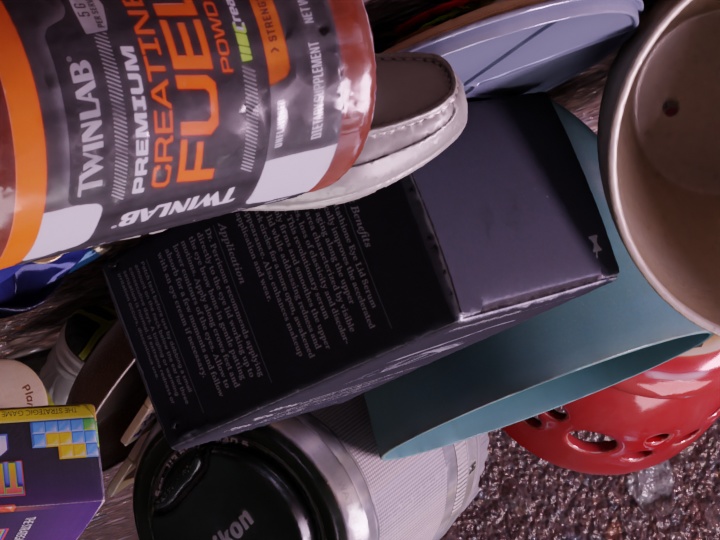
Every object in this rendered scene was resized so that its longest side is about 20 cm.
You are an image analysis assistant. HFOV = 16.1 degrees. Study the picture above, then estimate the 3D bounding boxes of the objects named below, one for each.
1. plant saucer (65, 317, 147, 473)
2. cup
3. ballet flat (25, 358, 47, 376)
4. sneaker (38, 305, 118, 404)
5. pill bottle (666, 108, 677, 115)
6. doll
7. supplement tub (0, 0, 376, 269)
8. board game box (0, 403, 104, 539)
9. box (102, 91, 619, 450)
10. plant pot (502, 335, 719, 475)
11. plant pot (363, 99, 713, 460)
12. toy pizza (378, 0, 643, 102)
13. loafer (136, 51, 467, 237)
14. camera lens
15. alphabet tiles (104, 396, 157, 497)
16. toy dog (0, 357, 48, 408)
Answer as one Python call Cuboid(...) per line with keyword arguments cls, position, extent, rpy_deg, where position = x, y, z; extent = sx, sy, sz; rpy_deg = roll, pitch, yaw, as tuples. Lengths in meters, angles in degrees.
Cuboid(cls="plant saucer", position=(-0.106, 0.038, 1.473), extent=(0.200, 0.032, 0.200), rpy_deg=(-47, 168, -13))
Cuboid(cls="cup", position=(0.202, -0.074, 1.287), extent=(0.200, 0.201, 0.143), rpy_deg=(-20, -164, -6))
Cuboid(cls="ballet flat", position=(-0.211, 0.089, 1.681), extent=(0.200, 0.068, 0.064), rpy_deg=(-15, -160, -18))
Cuboid(cls="sneaker", position=(-0.139, 0.068, 1.622), extent=(0.076, 0.075, 0.200), rpy_deg=(-48, 151, 19))
Cuboid(cls="pill bottle", position=(0.229, -0.039, 1.423), extent=(0.109, 0.200, 0.110), rpy_deg=(-21, 173, -3))
Cuboid(cls="doll", position=(-0.168, -0.003, 1.232), extent=(0.136, 0.049, 0.200), rpy_deg=(-26, 176, -31))
Cuboid(cls="supplement tub", position=(-0.101, -0.058, 0.854), extent=(0.200, 0.107, 0.107), rpy_deg=(-16, 170, -31))
Cuboid(cls="board game box", position=(-0.235, 0.129, 1.339), extent=(0.165, 0.057, 0.200), rpy_deg=(-2, 160, -17))
Cuboid(cls="box", position=(0.000, 0.000, 1.254), extent=(0.200, 0.104, 0.148), rpy_deg=(-26, 172, 35))
Cuboid(cls="plant pot", position=(0.181, 0.024, 1.738), extent=(0.200, 0.201, 0.183), rpy_deg=(-18, 166, -14))
Cuboid(cls="plant pot", position=(0.078, -0.003, 1.433), extent=(0.200, 0.161, 0.201), rpy_deg=(-19, 172, -3))
Cuboid(cls="toy pizza", position=(0.037, -0.096, 1.196), extent=(0.200, 0.032, 0.200), rpy_deg=(-21, 173, -3))
Cuboid(cls="loafer", position=(-0.049, -0.063, 1.052), extent=(0.200, 0.070, 0.070), rpy_deg=(-14, 132, -19))
Cuboid(cls="camera lens", position=(-0.029, 0.123, 1.532), extent=(0.160, 0.160, 0.200), rpy_deg=(-26, -176, 34))
Cuboid(cls="alphabet tiles", position=(-0.082, 0.052, 1.521), extent=(0.167, 0.008, 0.200), rpy_deg=(-33, 161, -55))
Cuboid(cls="toy dog", position=(-0.261, 0.059, 1.360), extent=(0.132, 0.096, 0.200), rpy_deg=(-23, 157, 36))
